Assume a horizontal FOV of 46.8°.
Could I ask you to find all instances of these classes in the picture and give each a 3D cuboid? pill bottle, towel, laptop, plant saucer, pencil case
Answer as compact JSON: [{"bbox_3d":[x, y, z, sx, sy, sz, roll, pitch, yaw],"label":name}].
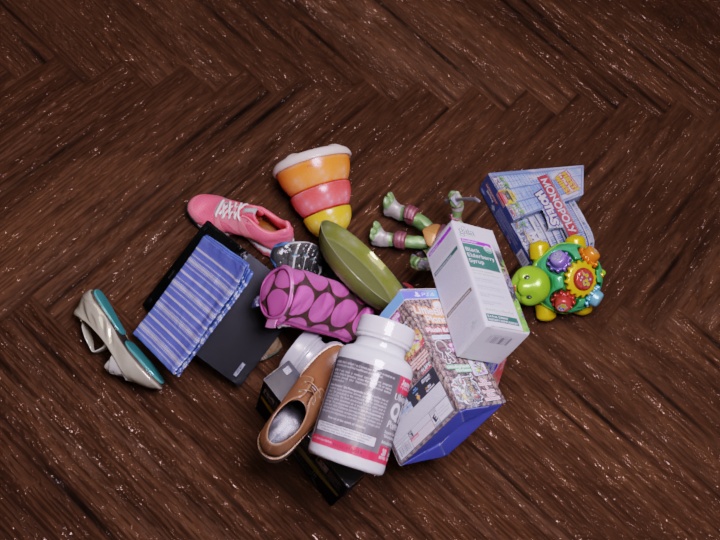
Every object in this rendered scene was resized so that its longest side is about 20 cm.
[{"bbox_3d":[0.008,0.168,1.140,0.109,0.111,0.203,18,79,-3],"label":"pill bottle"},{"bbox_3d":[-0.262,0.048,1.290,0.144,0.024,0.201,32,84,41],"label":"towel"},{"bbox_3d":[-0.224,0.049,1.347,0.199,0.103,0.178,34,84,40],"label":"laptop"},{"bbox_3d":[0.000,0.000,1.345,0.031,0.200,0.200,-45,79,13],"label":"plant saucer"},{"bbox_3d":[-0.066,0.057,1.288,0.199,0.090,0.095,17,70,-44],"label":"pencil case"},{"bbox_3d":[-0.030,0.186,1.325,0.199,0.109,0.109,38,64,7],"label":"pill bottle"}]

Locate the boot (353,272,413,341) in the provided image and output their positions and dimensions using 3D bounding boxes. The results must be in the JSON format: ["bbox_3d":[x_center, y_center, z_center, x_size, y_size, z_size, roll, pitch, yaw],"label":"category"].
[{"bbox_3d":[0.066,0.100,1.410,0.143,0.073,0.201,-32,72,-25],"label":"boot"}]

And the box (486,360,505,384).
[{"bbox_3d":[0.174,0.118,1.341,0.101,0.202,0.095,-18,51,-19],"label":"box"}]

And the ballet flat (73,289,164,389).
[{"bbox_3d":[-0.386,0.122,1.309,0.069,0.070,0.201,-32,74,-23],"label":"ballet flat"}]

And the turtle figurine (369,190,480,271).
[{"bbox_3d":[0.116,-0.076,1.442,0.191,0.200,0.146,17,101,18],"label":"turtle figurine"}]

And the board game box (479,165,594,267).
[{"bbox_3d":[0.359,-0.115,1.575,0.198,0.062,0.202,-20,72,-19],"label":"board game box"}]

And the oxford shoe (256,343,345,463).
[{"bbox_3d":[-0.069,0.179,1.167,0.071,0.071,0.201,33,62,6],"label":"oxford shoe"}]

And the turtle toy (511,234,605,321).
[{"bbox_3d":[0.349,0.018,1.465,0.197,0.101,0.148,-9,94,-17],"label":"turtle toy"}]

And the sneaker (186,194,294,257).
[{"bbox_3d":[-0.201,-0.094,1.427,0.198,0.087,0.075,21,62,-2],"label":"sneaker"}]

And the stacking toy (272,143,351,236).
[{"bbox_3d":[-0.065,-0.108,1.461,0.144,0.146,0.203,-14,87,-18],"label":"stacking toy"}]

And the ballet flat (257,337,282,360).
[{"bbox_3d":[-0.175,0.051,1.384,0.064,0.070,0.203,-8,76,-27],"label":"ballet flat"}]

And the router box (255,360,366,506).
[{"bbox_3d":[-0.075,0.249,1.259,0.052,0.158,0.201,-35,78,-24],"label":"router box"}]

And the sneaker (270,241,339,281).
[{"bbox_3d":[-0.103,-0.009,1.370,0.089,0.200,0.079,18,88,23],"label":"sneaker"}]

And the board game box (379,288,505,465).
[{"bbox_3d":[0.093,0.154,1.228,0.096,0.160,0.202,0,52,-39],"label":"board game box"}]

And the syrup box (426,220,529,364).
[{"bbox_3d":[0.168,0.029,1.218,0.078,0.082,0.202,12,46,-27],"label":"syrup box"}]
